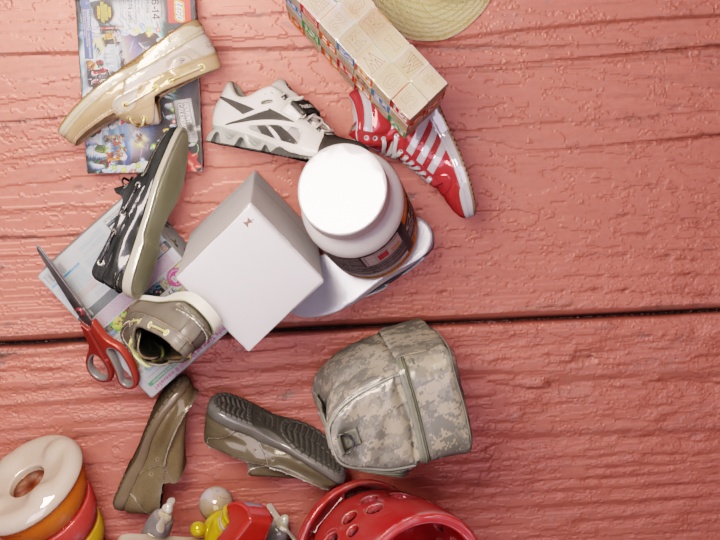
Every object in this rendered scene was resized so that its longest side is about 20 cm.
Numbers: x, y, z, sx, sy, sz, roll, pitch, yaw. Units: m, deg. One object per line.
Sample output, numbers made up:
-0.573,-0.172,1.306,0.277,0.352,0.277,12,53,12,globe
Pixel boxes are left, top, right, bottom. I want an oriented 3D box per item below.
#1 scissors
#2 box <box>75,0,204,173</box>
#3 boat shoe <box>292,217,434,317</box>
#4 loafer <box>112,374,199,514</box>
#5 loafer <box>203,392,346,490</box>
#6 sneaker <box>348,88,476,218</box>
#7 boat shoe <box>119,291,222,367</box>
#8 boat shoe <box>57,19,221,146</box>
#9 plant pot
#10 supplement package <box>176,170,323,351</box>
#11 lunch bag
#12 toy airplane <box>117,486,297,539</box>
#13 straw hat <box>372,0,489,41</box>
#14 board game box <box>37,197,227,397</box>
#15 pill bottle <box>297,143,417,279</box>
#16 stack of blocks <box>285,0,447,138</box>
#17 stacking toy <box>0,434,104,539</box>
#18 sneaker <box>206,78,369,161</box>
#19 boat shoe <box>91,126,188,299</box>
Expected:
-0.310,0.055,1.248,0.072,0.014,0.203,3,123,27,scissors
-0.252,-0.215,1.245,0.134,0.040,0.204,-2,104,-5,box
0.000,0.000,1.306,0.198,0.068,0.072,-30,76,3,boat shoe
-0.242,0.219,1.344,0.067,0.076,0.202,25,111,-11,loafer
-0.110,0.223,1.359,0.198,0.075,0.070,28,113,-6,loafer
0.056,-0.138,1.273,0.111,0.071,0.203,-26,97,-2,sneaker
-0.222,0.070,1.180,0.072,0.200,0.061,49,60,-17,boat shoe
-0.241,-0.192,1.192,0.199,0.074,0.070,-36,98,4,boat shoe
0.025,0.360,1.321,0.197,0.182,0.204,-8,105,-30,plant pot
-0.122,-0.017,1.223,0.117,0.200,0.117,-42,103,7,supplement package
0.029,0.154,1.284,0.165,0.200,0.142,-14,103,-4,lunch bag
-0.180,0.345,1.357,0.196,0.143,0.201,-15,148,7,toy airplane
0.072,-0.356,1.211,0.197,0.085,0.205,-1,105,-4,straw hat
-0.259,0.026,1.294,0.147,0.064,0.201,-39,103,7,board game box
-0.002,-0.063,1.180,0.114,0.200,0.119,-2,79,9,pill bottle
0.004,-0.243,1.188,0.058,0.115,0.200,-42,86,-4,stack of blocks
-0.369,0.319,1.346,0.144,0.147,0.202,-25,123,2,stacking toy
-0.079,-0.171,1.233,0.196,0.074,0.090,14,93,14,sneaker
-0.248,-0.072,1.209,0.065,0.075,0.203,13,82,11,boat shoe
